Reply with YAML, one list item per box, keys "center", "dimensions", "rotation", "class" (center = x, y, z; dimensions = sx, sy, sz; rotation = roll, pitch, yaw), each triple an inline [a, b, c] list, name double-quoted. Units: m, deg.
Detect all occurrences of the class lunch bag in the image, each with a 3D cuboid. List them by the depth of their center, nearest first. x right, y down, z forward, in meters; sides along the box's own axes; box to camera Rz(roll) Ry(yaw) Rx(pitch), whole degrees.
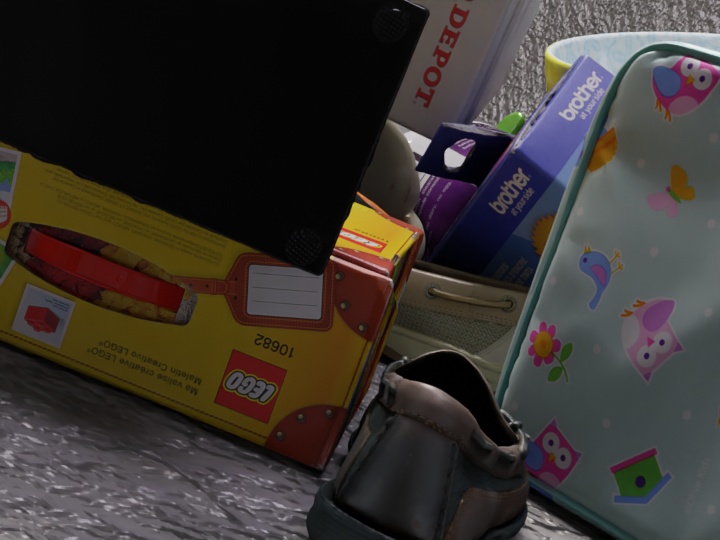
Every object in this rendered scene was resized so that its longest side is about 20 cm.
- center: [0.143, 0.013, 0.709]
  dimensions: [0.077, 0.201, 0.160]
  rotation: [15, 9, -46]
  class: "lunch bag"

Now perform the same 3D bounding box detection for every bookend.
- center: [-0.077, -0.089, 0.648]
  dimensions: [0.198, 0.093, 0.200]
  rotation: [23, 9, 2]
  class: "bookend"

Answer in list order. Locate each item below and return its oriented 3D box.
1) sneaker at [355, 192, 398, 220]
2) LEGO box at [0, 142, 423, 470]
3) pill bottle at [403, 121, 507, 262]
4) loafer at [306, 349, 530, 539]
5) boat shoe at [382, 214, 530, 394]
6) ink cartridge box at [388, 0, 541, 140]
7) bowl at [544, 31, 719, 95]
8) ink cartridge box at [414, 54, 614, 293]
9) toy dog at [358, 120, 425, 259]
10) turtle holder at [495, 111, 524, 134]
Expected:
- center: [-0.072, -0.031, 0.826]
  dimensions: [0.199, 0.070, 0.090]
  rotation: [24, 24, 7]
  class: "sneaker"
- center: [-0.083, -0.009, 0.700]
  dimensions: [0.199, 0.078, 0.149]
  rotation: [22, 10, 4]
  class: "LEGO box"
- center: [0.082, -0.023, 1.065]
  dimensions: [0.112, 0.113, 0.200]
  rotation: [16, 11, -31]
  class: "pill bottle"
- center: [0.032, 0.058, 0.621]
  dimensions: [0.072, 0.063, 0.200]
  rotation: [22, 9, 6]
  class: "loafer"
- center: [0.000, 0.000, 0.885]
  dimensions: [0.199, 0.065, 0.072]
  rotation: [24, 10, 10]
  class: "boat shoe"
- center: [0.003, -0.184, 0.941]
  dimensions: [0.199, 0.148, 0.145]
  rotation: [28, 22, 7]
  class: "ink cartridge box"
- center: [0.206, -0.073, 1.056]
  dimensions: [0.199, 0.108, 0.200]
  rotation: [2, 16, -1]
  class: "bowl"
- center: [0.123, -0.014, 0.885]
  dimensions: [0.200, 0.076, 0.137]
  rotation: [38, -28, 3]
  class: "ink cartridge box"
- center: [-0.069, -0.067, 0.998]
  dimensions: [0.200, 0.139, 0.194]
  rotation: [11, 44, -53]
  class: "toy dog"
- center: [0.142, -0.019, 1.199]
  dimensions: [0.132, 0.185, 0.141]
  rotation: [32, 33, -45]
  class: "turtle holder"
